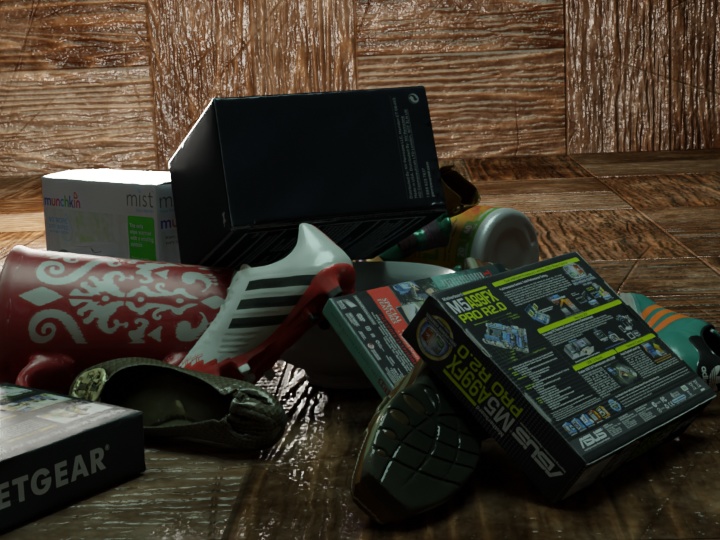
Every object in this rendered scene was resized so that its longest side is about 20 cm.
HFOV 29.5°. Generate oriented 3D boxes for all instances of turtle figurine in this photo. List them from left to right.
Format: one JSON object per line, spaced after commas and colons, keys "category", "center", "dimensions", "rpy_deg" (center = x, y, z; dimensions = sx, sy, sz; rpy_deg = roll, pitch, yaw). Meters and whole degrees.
{"category": "turtle figurine", "center": [0.000, 0.000, 1.396], "dimensions": [0.198, 0.151, 0.101], "rpy_deg": [-9, -2, -10]}

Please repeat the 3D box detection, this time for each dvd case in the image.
{"category": "dvd case", "center": [0.083, 0.064, 1.106], "dimensions": [0.199, 0.022, 0.146], "rpy_deg": [-12, 54, -40]}

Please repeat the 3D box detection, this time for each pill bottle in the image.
{"category": "pill bottle", "center": [0.097, -0.022, 1.573], "dimensions": [0.110, 0.112, 0.199], "rpy_deg": [-12, 14, -44]}

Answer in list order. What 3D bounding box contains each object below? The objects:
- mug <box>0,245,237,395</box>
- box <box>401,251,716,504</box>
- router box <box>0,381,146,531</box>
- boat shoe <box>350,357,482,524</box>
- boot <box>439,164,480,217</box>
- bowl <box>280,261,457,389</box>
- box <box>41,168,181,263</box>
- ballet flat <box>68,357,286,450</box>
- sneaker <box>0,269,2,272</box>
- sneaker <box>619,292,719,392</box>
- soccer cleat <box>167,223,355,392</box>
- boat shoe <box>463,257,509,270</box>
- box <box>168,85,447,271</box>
{"category": "mug", "center": [-0.211, 0.069, 1.206], "dimensions": [0.198, 0.179, 0.134], "rpy_deg": [2, -27, 0]}
{"category": "box", "center": [0.147, 0.069, 0.982], "dimensions": [0.160, 0.044, 0.199], "rpy_deg": [47, 34, 22]}
{"category": "router box", "center": [-0.270, 0.133, 0.951], "dimensions": [0.148, 0.052, 0.199], "rpy_deg": [6, 13, 34]}
{"category": "boat shoe", "center": [0.040, 0.115, 0.947], "dimensions": [0.074, 0.076, 0.200], "rpy_deg": [-44, 1, 33]}
{"category": "boot", "center": [0.025, -0.076, 1.445], "dimensions": [0.143, 0.071, 0.200], "rpy_deg": [-26, -21, 35]}
{"category": "bowl", "center": [-0.005, 0.052, 1.239], "dimensions": [0.199, 0.091, 0.201], "rpy_deg": [-2, 11, 0]}
{"category": "box", "center": [-0.230, -0.012, 1.412], "dimensions": [0.199, 0.178, 0.096], "rpy_deg": [8, 14, 43]}
{"category": "ballet flat", "center": [-0.149, 0.101, 1.060], "dimensions": [0.198, 0.068, 0.046], "rpy_deg": [8, -18, 28]}
{"category": "sneaker", "center": [-0.436, 0.050, 1.471], "dimensions": [0.198, 0.080, 0.095], "rpy_deg": [-8, -11, -31]}
{"category": "sneaker", "center": [0.261, 0.069, 1.163], "dimensions": [0.079, 0.072, 0.200], "rpy_deg": [3, 15, 2]}
{"category": "soccer cleat", "center": [-0.092, 0.043, 1.122], "dimensions": [0.200, 0.085, 0.069], "rpy_deg": [-39, -29, 7]}
{"category": "boat shoe", "center": [0.144, 0.037, 1.365], "dimensions": [0.071, 0.076, 0.200], "rpy_deg": [0, 19, -6]}
{"category": "box", "center": [-0.055, -0.078, 1.237], "dimensions": [0.197, 0.124, 0.200], "rpy_deg": [-7, -10, -21]}
